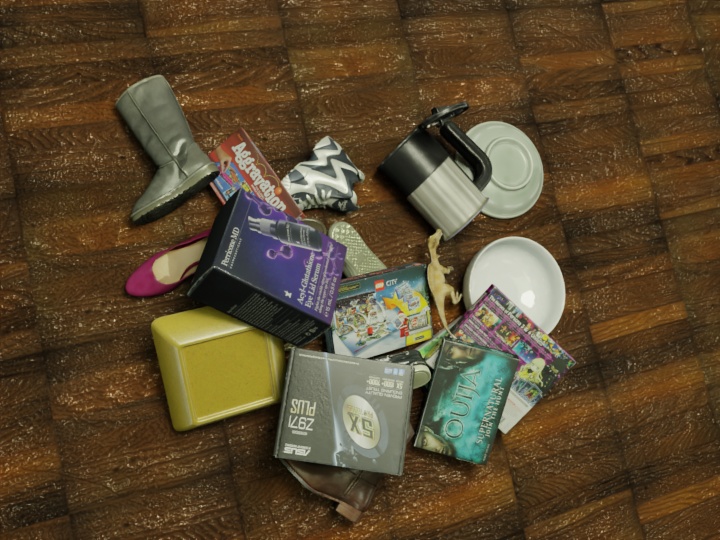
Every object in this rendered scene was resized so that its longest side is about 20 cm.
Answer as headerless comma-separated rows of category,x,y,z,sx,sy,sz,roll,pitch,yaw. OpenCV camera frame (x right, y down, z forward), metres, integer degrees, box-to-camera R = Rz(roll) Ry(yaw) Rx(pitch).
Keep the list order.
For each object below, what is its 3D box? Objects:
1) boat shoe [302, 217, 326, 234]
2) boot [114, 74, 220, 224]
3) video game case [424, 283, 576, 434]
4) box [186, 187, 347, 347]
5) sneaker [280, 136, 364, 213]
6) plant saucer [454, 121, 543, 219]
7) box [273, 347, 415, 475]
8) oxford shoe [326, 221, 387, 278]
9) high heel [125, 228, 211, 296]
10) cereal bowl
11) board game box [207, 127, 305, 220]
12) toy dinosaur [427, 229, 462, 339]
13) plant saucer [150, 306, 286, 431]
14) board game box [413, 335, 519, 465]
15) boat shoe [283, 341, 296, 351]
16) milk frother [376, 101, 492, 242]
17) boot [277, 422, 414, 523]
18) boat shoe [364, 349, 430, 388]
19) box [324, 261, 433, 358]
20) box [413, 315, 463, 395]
boat shoe,-0.148,-0.023,1.022,0.198,0.068,0.072,-29,71,-16
boot,-0.352,-0.201,0.991,0.181,0.073,0.201,-36,91,-11
video game case,0.243,0.156,1.044,0.200,0.036,0.182,41,99,-5
box,-0.135,0.000,0.892,0.198,0.104,0.150,27,52,-24
sneaker,-0.069,-0.128,1.052,0.129,0.080,0.200,38,63,2
plant saucer,0.285,-0.206,1.180,0.197,0.050,0.203,2,81,-15
box,-0.025,0.218,0.933,0.197,0.086,0.166,10,80,-2
oxford shoe,0.000,0.000,1.067,0.075,0.058,0.201,-41,108,-23
high heel,-0.290,-0.020,0.965,0.199,0.096,0.068,-33,90,-18
cereal bowl,0.278,0.041,1.120,0.197,0.083,0.203,3,80,-15
board game box,-0.187,-0.136,1.003,0.103,0.019,0.201,-37,72,3
toy dinosaur,0.140,0.033,1.066,0.057,0.101,0.203,-13,71,23
plant saucer,-0.209,0.153,0.935,0.197,0.048,0.203,-13,113,-20
board game box,0.180,0.225,1.026,0.133,0.028,0.203,14,101,0
boat shoe,-0.147,0.105,1.001,0.197,0.063,0.074,-16,85,-17
milk frother,0.155,-0.179,1.052,0.180,0.200,0.188,-44,94,2
boot,-0.018,0.291,1.008,0.186,0.064,0.201,40,74,-15
boat shoe,0.020,0.179,1.033,0.197,0.075,0.067,-17,46,6
box,0.030,0.073,1.036,0.198,0.038,0.139,-13,101,-25
box,0.188,0.205,1.093,0.143,0.036,0.201,-32,89,-17
